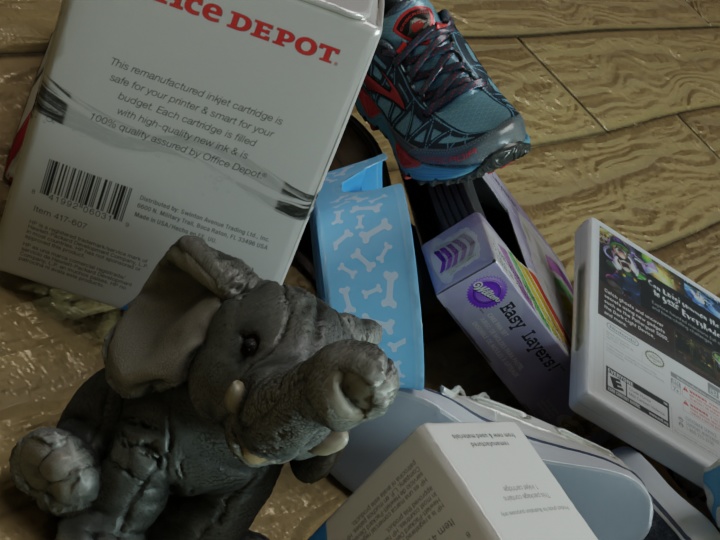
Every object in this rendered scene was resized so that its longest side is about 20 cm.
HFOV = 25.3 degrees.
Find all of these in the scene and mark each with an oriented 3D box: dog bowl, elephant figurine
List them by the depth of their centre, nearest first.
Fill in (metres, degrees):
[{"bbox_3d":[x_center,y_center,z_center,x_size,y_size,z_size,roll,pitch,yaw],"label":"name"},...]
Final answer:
[{"bbox_3d":[-0.049,0.053,0.711,0.141,0.200,0.155,0,47,-53],"label":"elephant figurine"},{"bbox_3d":[0.000,0.000,0.903,0.049,0.112,0.200,-6,15,-4],"label":"dog bowl"}]

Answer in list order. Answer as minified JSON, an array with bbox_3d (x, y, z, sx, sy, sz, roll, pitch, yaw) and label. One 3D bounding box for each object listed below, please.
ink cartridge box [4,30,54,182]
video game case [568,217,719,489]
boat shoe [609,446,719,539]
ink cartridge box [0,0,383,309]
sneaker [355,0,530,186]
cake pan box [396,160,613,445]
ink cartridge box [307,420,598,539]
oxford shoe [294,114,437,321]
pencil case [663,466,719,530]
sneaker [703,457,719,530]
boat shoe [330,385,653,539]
[{"bbox_3d":[-0.121,-0.099,0.982,0.147,0.083,0.200,31,28,-20],"label":"ink cartridge box"},{"bbox_3d":[0.225,0.073,1.074,0.200,0.023,0.182,31,37,-15],"label":"video game case"},{"bbox_3d":[0.153,0.167,0.969,0.071,0.091,0.200,63,-4,-10],"label":"boat shoe"},{"bbox_3d":[-0.087,-0.078,0.812,0.146,0.200,0.084,19,30,-8],"label":"ink cartridge box"},{"bbox_3d":[0.037,-0.124,1.030,0.200,0.079,0.096,44,-25,53],"label":"sneaker"},{"bbox_3d":[0.096,0.004,1.091,0.200,0.052,0.184,50,15,-35],"label":"cake pan box"},{"bbox_3d":[0.056,0.189,0.710,0.084,0.146,0.200,5,44,-53],"label":"ink cartridge box"},{"bbox_3d":[-0.025,-0.052,1.054,0.084,0.073,0.200,6,43,-47],"label":"oxford shoe"},{"bbox_3d":[0.246,0.126,1.135,0.200,0.089,0.078,52,31,16],"label":"pencil case"},{"bbox_3d":[0.264,0.136,0.942,0.081,0.076,0.200,58,20,23],"label":"sneaker"},{"bbox_3d":[0.067,0.101,0.921,0.201,0.075,0.086,14,14,-4],"label":"boat shoe"}]
